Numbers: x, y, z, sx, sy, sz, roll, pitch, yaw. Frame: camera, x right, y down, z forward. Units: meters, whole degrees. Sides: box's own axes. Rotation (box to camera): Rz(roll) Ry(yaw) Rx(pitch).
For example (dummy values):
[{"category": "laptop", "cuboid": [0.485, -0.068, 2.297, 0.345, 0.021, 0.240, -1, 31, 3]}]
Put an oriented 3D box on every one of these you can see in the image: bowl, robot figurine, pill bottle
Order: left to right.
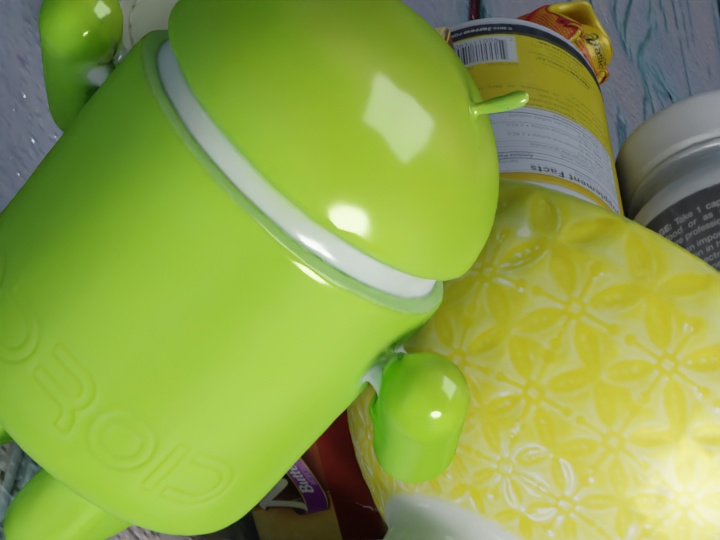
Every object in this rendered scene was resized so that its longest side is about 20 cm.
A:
[{"category": "robot figurine", "cuboid": [-0.041, -0.004, 0.689, 0.176, 0.200, 0.116, 47, 19, 13]}, {"category": "pill bottle", "cuboid": [0.068, -0.019, 1.099, 0.112, 0.112, 0.201, 47, 26, -34]}, {"category": "bowl", "cuboid": [0.065, 0.076, 0.772, 0.200, 0.199, 0.108, 50, 64, -28]}, {"category": "pill bottle", "cuboid": [0.184, 0.020, 1.087, 0.113, 0.113, 0.201, 39, 31, -46]}]

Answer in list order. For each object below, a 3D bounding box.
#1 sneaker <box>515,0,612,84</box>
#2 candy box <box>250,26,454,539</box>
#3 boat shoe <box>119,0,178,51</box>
[{"category": "sneaker", "cuboid": [0.104, -0.113, 1.353, 0.073, 0.077, 0.200, 57, 23, -18]}, {"category": "candy box", "cuboid": [0.000, 0.000, 0.909, 0.200, 0.056, 0.117, -65, 145, -56]}, {"category": "boat shoe", "cuboid": [-0.054, -0.101, 0.980, 0.201, 0.071, 0.061, 35, 29, -64]}]
